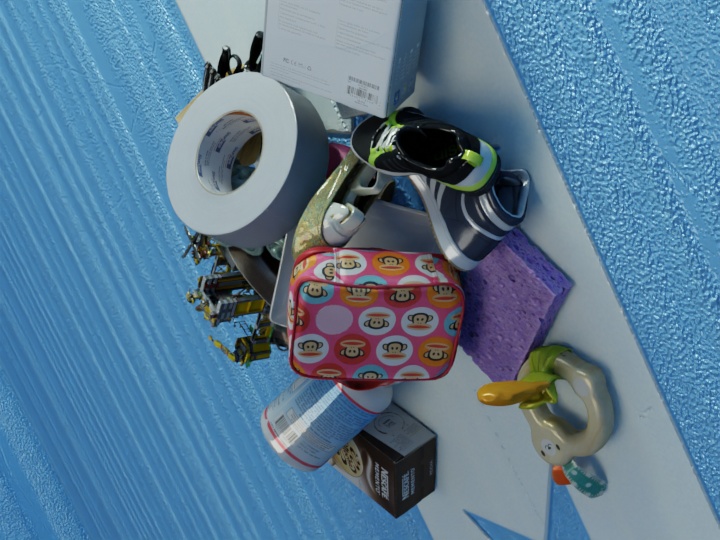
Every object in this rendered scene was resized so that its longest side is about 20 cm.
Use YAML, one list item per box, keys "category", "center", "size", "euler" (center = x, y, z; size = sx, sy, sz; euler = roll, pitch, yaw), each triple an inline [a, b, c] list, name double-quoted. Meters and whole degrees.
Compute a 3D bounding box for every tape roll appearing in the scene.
- category: "tape roll"
  center: [-0.135, -0.130, 1.411]
  size: [0.200, 0.066, 0.201]
  euler: [-11, 71, 33]

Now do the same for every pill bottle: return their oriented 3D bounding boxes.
- category: "pill bottle"
  center: [-0.029, 0.166, 1.568]
  size: [0.200, 0.109, 0.109]
  euler: [-43, 75, 19]

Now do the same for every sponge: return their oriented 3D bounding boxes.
- category: "sponge"
  center: [0.162, 0.043, 1.345]
  size: [0.112, 0.030, 0.200]
  euler: [47, 147, 23]

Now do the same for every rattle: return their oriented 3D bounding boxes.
- category: "rattle"
  center: [0.201, 0.194, 1.312]
  size: [0.130, 0.143, 0.200]
  euler: [18, 125, 24]

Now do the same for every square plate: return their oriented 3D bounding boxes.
- category: "square plate"
  center: [0.000, 0.000, 1.433]
  size: [0.198, 0.028, 0.200]
  euler: [17, 115, 10]

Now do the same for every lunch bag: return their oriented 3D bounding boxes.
- category: "lunch bag"
  center: [0.015, 0.064, 1.365]
  size: [0.082, 0.200, 0.176]
  euler: [-96, 11, -55]

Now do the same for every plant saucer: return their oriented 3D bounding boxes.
- category: "plant saucer"
  center: [-0.094, 0.021, 1.597]
  size: [0.200, 0.032, 0.200]
  euler: [43, -169, -11]

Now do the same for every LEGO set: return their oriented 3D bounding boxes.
- category: "LEGO set"
  center: [-0.200, 0.037, 1.655]
  size: [0.200, 0.116, 0.154]
  euler: [60, 141, 30]

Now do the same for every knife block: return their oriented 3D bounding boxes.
- category: "knife block"
  center: [-0.145, -0.226, 1.558]
  size: [0.064, 0.176, 0.200]
  euler: [52, -167, 16]

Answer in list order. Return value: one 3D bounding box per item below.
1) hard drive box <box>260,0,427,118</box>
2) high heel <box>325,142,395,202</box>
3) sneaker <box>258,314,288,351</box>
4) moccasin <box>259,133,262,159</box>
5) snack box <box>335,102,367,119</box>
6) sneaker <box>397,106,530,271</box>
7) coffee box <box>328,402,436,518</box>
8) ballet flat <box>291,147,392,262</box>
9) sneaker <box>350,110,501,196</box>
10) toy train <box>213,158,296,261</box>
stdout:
- category: "hard drive box"
  center: [-0.014, -0.280, 1.228]
  size: [0.156, 0.077, 0.200]
  euler: [22, 129, 17]
- category: "high heel"
  center: [-0.026, -0.063, 1.486]
  size: [0.096, 0.067, 0.200]
  euler: [37, 137, 18]
- category: "sneaker"
  center: [-0.120, 0.061, 1.695]
  size: [0.200, 0.082, 0.077]
  euler: [53, 180, 13]
- category: "moccasin"
  center: [-0.090, -0.141, 1.523]
  size: [0.078, 0.074, 0.202]
  euler: [36, 140, 12]
- category: "snack box"
  center: [-0.029, -0.275, 1.370]
  size: [0.072, 0.024, 0.200]
  euler: [-3, 112, 55]
- category: "sneaker"
  center: [0.108, -0.111, 1.266]
  size: [0.108, 0.070, 0.200]
  euler: [-41, 63, 40]
- category: "coffee box"
  center: [0.010, 0.237, 1.670]
  size: [0.200, 0.080, 0.113]
  euler: [33, 138, 38]
- category: "ballet flat"
  center: [-0.007, -0.085, 1.347]
  size: [0.071, 0.200, 0.071]
  euler: [33, 176, 3]
- category: "sneaker"
  center: [0.056, -0.134, 1.215]
  size: [0.200, 0.072, 0.083]
  euler: [19, 173, 41]
- category: "toy train"
  center: [-0.135, -0.081, 1.508]
  size: [0.200, 0.085, 0.114]
  euler: [15, 139, 37]
